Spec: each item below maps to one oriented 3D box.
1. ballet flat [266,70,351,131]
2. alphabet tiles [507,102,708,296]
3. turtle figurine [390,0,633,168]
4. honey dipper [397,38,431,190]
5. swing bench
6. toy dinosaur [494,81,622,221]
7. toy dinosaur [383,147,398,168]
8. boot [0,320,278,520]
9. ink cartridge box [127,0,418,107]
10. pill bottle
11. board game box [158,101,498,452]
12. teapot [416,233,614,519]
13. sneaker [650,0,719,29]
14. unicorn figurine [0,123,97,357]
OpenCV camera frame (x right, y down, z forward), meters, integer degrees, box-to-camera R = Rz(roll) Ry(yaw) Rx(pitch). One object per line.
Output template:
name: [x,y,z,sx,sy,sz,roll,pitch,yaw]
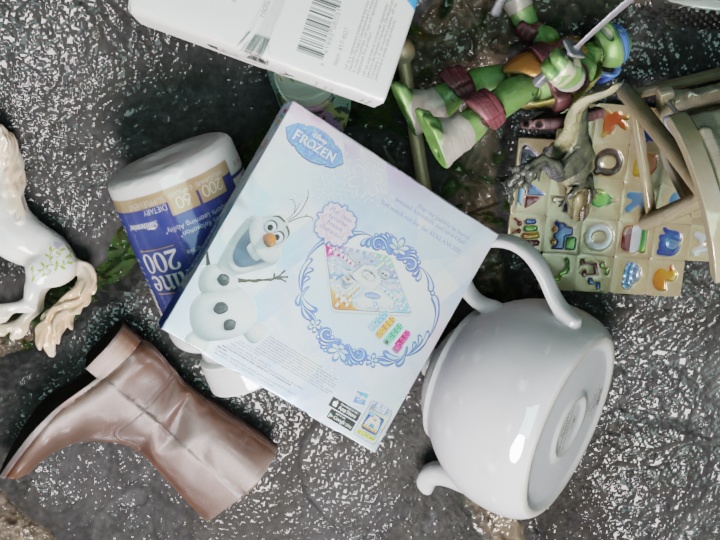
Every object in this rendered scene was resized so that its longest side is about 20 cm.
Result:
ballet flat: [-0.048,-0.198,1.027,0.068,0.071,0.203,-8,107,0]
alphabet tiles: [0.229,-0.061,1.120,0.197,0.006,0.169,3,105,-5]
turtle figurine: [0.118,-0.183,1.002,0.192,0.200,0.145,-30,68,-4]
honey dipper: [0.048,-0.096,1.084,0.037,0.038,0.203,-12,103,0]
swing bench: [0.333,-0.096,1.010,0.196,0.200,0.132,-14,105,-3]
toy dinosaur: [0.158,-0.088,1.026,0.087,0.200,0.048,-27,69,-6]
toy dinosaur: [0.000,0.000,1.081,0.076,0.102,0.203,-7,97,-12]
boot: [-0.194,0.171,1.133,0.186,0.064,0.200,-44,109,11]
ink cartridge box: [-0.055,-0.224,0.943,0.197,0.084,0.148,19,93,-5]
pill bottle: [-0.123,-0.002,1.057,0.110,0.111,0.202,-20,107,2]
board game box: [-0.024,0.006,1.000,0.199,0.043,0.201,31,89,-14]
teapot: [0.118,0.100,1.086,0.145,0.198,0.202,25,76,26]
sneaker: [0.334,-0.249,1.049,0.197,0.070,0.092,-1,91,-4]
unicorn figurine: [-0.301,-0.032,1.065,0.138,0.074,0.200,-46,118,-1]
